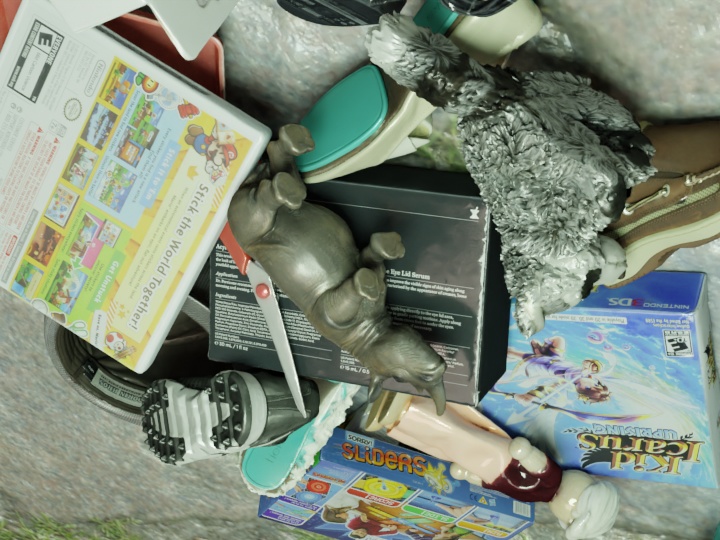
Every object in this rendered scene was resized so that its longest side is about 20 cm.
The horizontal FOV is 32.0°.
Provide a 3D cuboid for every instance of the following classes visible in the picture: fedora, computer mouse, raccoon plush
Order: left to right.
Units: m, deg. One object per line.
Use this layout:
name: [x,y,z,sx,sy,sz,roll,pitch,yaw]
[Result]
fedora: [-0.157,0.045,1.015,0.200,0.090,0.177,-22,120,37]
computer mouse: [0.020,-0.165,0.708,0.059,0.034,0.200,21,173,-41]
raccoon plush: [0.076,-0.055,0.737,0.200,0.097,0.134,35,129,5]

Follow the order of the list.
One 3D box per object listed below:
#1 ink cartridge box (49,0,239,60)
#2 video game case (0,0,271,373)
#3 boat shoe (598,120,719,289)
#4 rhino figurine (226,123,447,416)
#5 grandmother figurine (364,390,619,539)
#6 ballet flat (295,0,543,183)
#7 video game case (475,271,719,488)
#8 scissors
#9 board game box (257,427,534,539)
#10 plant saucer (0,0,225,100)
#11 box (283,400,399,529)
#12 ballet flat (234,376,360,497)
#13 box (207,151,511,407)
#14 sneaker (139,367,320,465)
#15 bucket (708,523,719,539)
ink cartridge box: [-0.152,-0.221,0.722,0.067,0.116,0.200,-11,126,35]
video game case: [-0.180,-0.056,0.839,0.182,0.023,0.200,32,113,3]
boat shoe: [0.188,-0.056,0.747,0.075,0.075,0.202,42,137,-8]
rhino figurine: [-0.009,0.010,0.783,0.200,0.060,0.087,51,143,0]
grandmother figurine: [0.107,0.142,0.939,0.200,0.061,0.121,29,168,-7]
ballet flat: [0.034,-0.110,0.773,0.069,0.070,0.200,39,129,-14]
video game case: [0.158,0.078,0.920,0.200,0.045,0.181,2,134,25]
scissors: [-0.063,0.000,0.835,0.073,0.014,0.200,-30,89,24]
board game box: [0.029,0.200,1.074,0.200,0.035,0.135,20,142,-19]
plant saucer: [-0.180,-0.118,0.904,0.199,0.037,0.200,17,137,12]
box: [-0.027,0.175,1.120,0.041,0.039,0.200,34,138,-9]
ballet flat: [-0.031,0.084,0.974,0.072,0.072,0.200,32,97,-6]
box: [0.000,0.000,0.859,0.200,0.079,0.141,9,109,20]
sneaker: [-0.095,0.107,0.931,0.090,0.067,0.200,-2,172,-33]
bucket: [0.346,0.275,0.952,0.207,0.135,0.207,14,136,14]
